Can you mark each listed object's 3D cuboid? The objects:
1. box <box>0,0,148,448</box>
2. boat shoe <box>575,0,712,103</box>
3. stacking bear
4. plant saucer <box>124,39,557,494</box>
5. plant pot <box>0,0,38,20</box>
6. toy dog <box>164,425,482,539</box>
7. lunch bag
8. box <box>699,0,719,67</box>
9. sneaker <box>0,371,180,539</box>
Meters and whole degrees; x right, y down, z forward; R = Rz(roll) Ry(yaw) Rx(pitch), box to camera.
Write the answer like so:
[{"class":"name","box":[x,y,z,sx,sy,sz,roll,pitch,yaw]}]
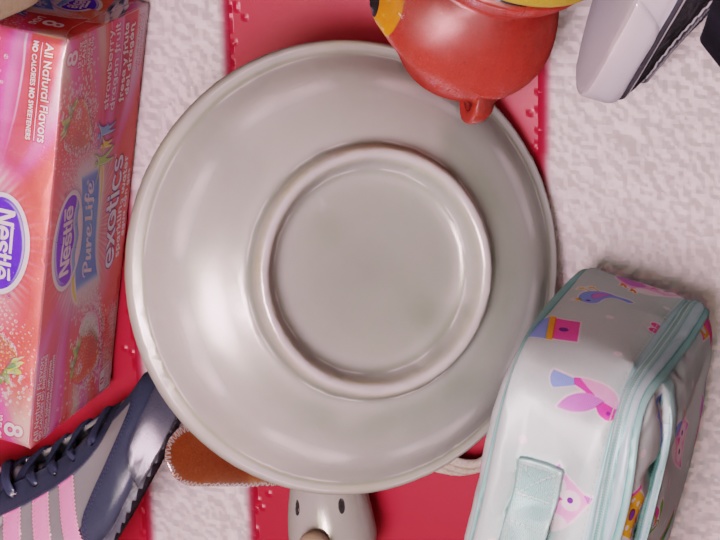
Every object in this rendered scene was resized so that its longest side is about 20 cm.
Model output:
[{"class":"box","box":[-0.170,-0.032,0.992,0.102,0.095,0.201,14,111,13]},{"class":"boat shoe","box":[0.155,-0.146,0.863,0.068,0.072,0.201,20,120,-13]},{"class":"stacking bear","box":[0.063,-0.151,0.855,0.113,0.122,0.200,-1,140,-22]},{"class":"plant saucer","box":[0.000,0.000,0.909,0.199,0.050,0.201,-1,94,-18]},{"class":"plant pot","box":[-0.231,-0.179,0.853,0.199,0.200,0.178,-26,120,-11]},{"class":"toy dog","box":[-0.037,0.050,0.972,0.132,0.096,0.200,-31,95,25]},{"class":"lunch bag","box":[0.093,0.112,0.913,0.077,0.160,0.201,15,110,14]},{"class":"box","box":[0.261,-0.072,0.769,0.200,0.123,0.199,-35,82,2]},{"class":"sneaker","box":[-0.156,0.114,1.044,0.082,0.070,0.200,34,113,-3]}]
